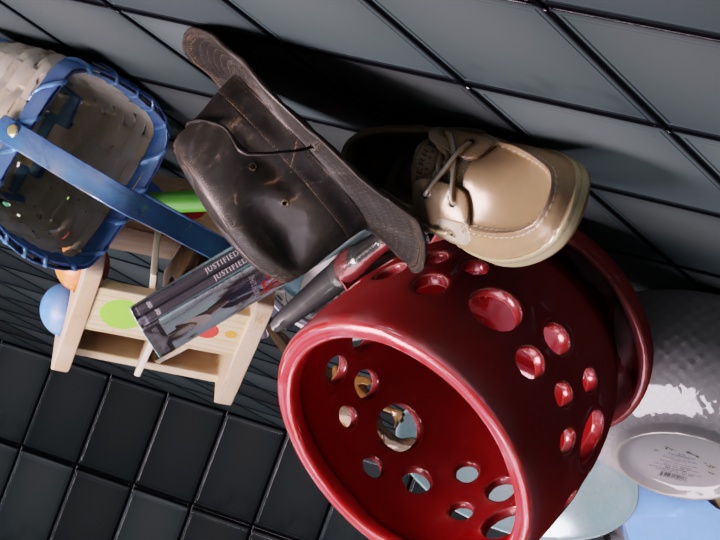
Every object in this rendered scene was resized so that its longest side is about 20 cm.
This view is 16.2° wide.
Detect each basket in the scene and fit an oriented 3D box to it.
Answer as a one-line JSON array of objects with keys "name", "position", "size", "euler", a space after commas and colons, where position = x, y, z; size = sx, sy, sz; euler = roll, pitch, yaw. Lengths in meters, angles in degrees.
[{"name": "basket", "position": [-0.185, -0.065, 1.709], "size": [0.200, 0.139, 0.176], "euler": [25, 176, 31]}]

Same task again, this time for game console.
[{"name": "game console", "position": [0.242, 0.162, 2.030], "size": [0.200, 0.117, 0.176], "euler": [-11, 163, 35]}]

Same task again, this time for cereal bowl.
[{"name": "cereal bowl", "position": [0.229, 0.100, 1.751], "size": [0.199, 0.084, 0.200], "euler": [10, 148, 6]}]

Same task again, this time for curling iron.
[{"name": "curling iron", "position": [0.000, 0.000, 1.751], "size": [0.049, 0.026, 0.200], "euler": [12, 145, -38]}]

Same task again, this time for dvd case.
[{"name": "dvd case", "position": [-0.058, -0.008, 1.686], "size": [0.022, 0.200, 0.146], "euler": [60, 175, 8]}]

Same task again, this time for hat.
[{"name": "hat", "position": [-0.054, -0.049, 1.505], "size": [0.201, 0.081, 0.201], "euler": [42, 172, 8]}]

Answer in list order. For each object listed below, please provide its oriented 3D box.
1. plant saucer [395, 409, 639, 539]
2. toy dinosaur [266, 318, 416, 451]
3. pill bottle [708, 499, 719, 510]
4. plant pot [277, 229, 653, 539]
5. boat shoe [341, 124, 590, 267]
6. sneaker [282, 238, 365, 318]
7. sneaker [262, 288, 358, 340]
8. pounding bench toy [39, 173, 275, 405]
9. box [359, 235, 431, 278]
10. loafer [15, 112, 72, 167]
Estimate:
[{"name": "plant saucer", "position": [0.128, 0.143, 2.014], "size": [0.200, 0.039, 0.201], "euler": [15, 143, 11]}, {"name": "toy dinosaur", "position": [-0.029, 0.087, 1.908], "size": [0.200, 0.060, 0.106], "euler": [45, 179, 4]}, {"name": "pill bottle", "position": [0.353, 0.143, 1.864], "size": [0.200, 0.112, 0.112], "euler": [11, 168, 46]}, {"name": "plant pot", "position": [0.074, 0.068, 1.638], "size": [0.200, 0.182, 0.201], "euler": [24, 135, 25]}, {"name": "boat shoe", "position": [0.057, -0.048, 1.478], "size": [0.064, 0.071, 0.200], "euler": [24, 172, -32]}, {"name": "sneaker", "position": [-0.040, -0.022, 1.890], "size": [0.082, 0.074, 0.200], "euler": [42, 160, 3]}, {"name": "sneaker", "position": [-0.055, 0.019, 2.100], "size": [0.202, 0.077, 0.146], "euler": [28, 164, 25]}, {"name": "pounding bench toy", "position": [-0.141, -0.021, 1.839], "size": [0.155, 0.125, 0.200], "euler": [12, 140, -12]}, {"name": "box", "position": [0.037, 0.040, 1.881], "size": [0.075, 0.100, 0.200], "euler": [-23, 176, -2]}, {"name": "loafer", "position": [-0.205, -0.072, 1.936], "size": [0.070, 0.068, 0.200], "euler": [31, -175, 28]}]
